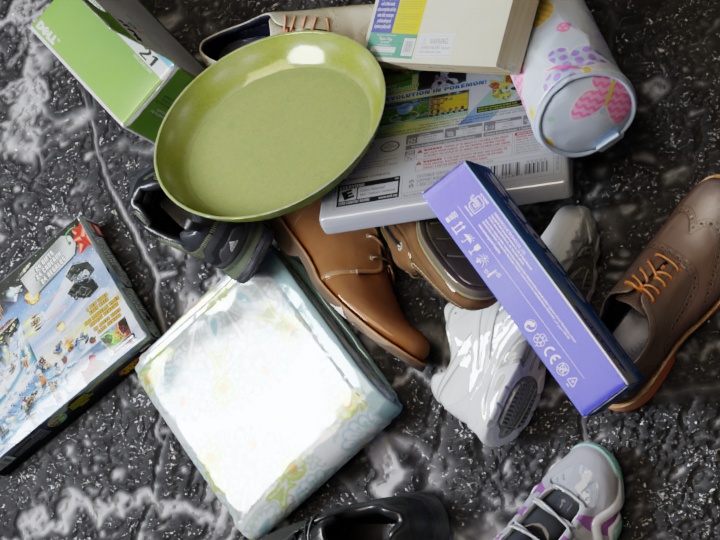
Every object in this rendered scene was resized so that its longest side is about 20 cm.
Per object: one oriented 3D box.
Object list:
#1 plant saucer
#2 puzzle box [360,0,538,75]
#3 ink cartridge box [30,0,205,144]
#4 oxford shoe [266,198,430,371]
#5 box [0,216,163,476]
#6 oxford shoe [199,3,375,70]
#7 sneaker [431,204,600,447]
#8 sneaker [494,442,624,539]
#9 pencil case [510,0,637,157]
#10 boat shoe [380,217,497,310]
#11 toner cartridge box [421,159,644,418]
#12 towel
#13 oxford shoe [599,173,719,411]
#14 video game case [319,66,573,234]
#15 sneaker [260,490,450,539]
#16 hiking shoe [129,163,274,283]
[{"bbox_3d":[-0.069,-0.110,1.660,0.199,0.031,0.200,-13,48,15],"label":"plant saucer"},{"bbox_3d":[0.075,-0.221,1.608,0.200,0.025,0.134,14,89,59],"label":"puzzle box"},{"bbox_3d":[-0.221,-0.192,1.760,0.076,0.200,0.148,-49,63,9],"label":"ink cartridge box"},{"bbox_3d":[0.000,0.000,1.685,0.071,0.071,0.200,-44,63,7],"label":"oxford shoe"},{"bbox_3d":[-0.282,0.068,1.823,0.200,0.040,0.137,-38,66,14],"label":"box"},{"bbox_3d":[-0.041,-0.188,1.742,0.199,0.074,0.071,-13,71,22],"label":"oxford shoe"},{"bbox_3d":[0.113,0.031,1.620,0.099,0.078,0.200,28,91,31],"label":"sneaker"},{"bbox_3d":[0.120,0.215,1.537,0.078,0.140,0.201,27,92,28],"label":"sneaker"},{"bbox_3d":[0.145,-0.176,1.588,0.083,0.091,0.200,-25,44,5],"label":"pencil case"},{"bbox_3d":[0.061,-0.026,1.643,0.200,0.072,0.068,-115,33,-47],"label":"boat shoe"},{"bbox_3d":[0.127,0.013,1.507,0.043,0.095,0.200,-38,81,12],"label":"toner cartridge box"},{"bbox_3d":[-0.080,0.095,1.717,0.171,0.048,0.200,-44,64,14],"label":"towel"},{"bbox_3d":[0.231,0.015,1.565,0.071,0.073,0.200,28,92,28],"label":"oxford shoe"},{"bbox_3d":[0.071,-0.114,1.641,0.199,0.022,0.183,-9,47,16],"label":"video game case"},{"bbox_3d":[-0.032,0.222,1.639,0.200,0.091,0.076,-27,70,20],"label":"sneaker"},{"bbox_3d":[-0.152,-0.060,1.731,0.200,0.101,0.076,29,87,53],"label":"hiking shoe"}]
